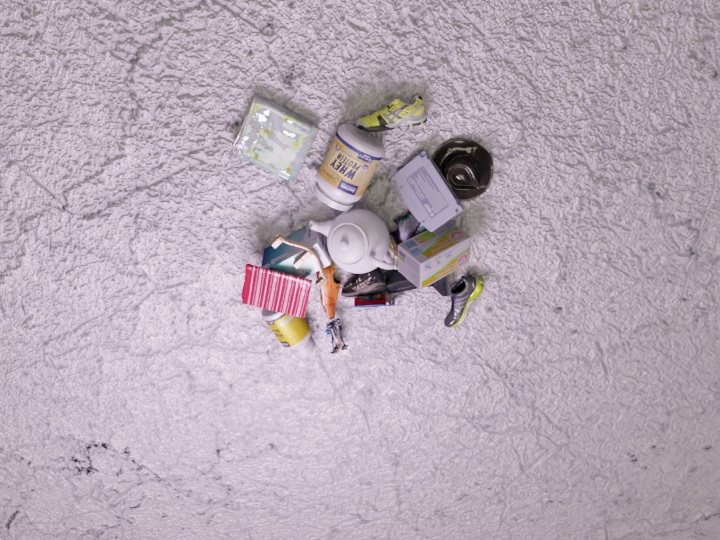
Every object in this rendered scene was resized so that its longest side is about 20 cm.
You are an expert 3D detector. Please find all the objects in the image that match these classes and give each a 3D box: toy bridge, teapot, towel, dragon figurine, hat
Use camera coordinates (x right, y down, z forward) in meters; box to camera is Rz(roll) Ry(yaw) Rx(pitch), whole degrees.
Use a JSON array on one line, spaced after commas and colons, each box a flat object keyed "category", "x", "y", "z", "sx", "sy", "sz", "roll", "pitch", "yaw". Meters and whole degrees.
[{"category": "toy bridge", "x": -0.162, "y": -0.037, "z": 1.547, "sx": 0.067, "sy": 0.027, "sz": 0.200, "roll": -39, "pitch": 114, "yaw": 15}, {"category": "teapot", "x": -0.016, "y": -0.077, "z": 1.551, "sx": 0.197, "sy": 0.146, "sz": 0.201, "roll": -17, "pitch": 93, "yaw": 24}, {"category": "towel", "x": -0.246, "y": 0.059, "z": 1.596, "sx": 0.196, "sy": 0.023, "sz": 0.146, "roll": 14, "pitch": 126, "yaw": -3}, {"category": "dragon figurine", "x": -0.082, "y": 0.221, "z": 1.838, "sx": 0.058, "sy": 0.101, "sz": 0.200, "roll": -15, "pitch": 164, "yaw": -9}, {"category": "towel", "x": -0.235, "y": -0.360, "z": 1.512, "sx": 0.197, "sy": 0.048, "sz": 0.172, "roll": 24, "pitch": 117, "yaw": -16}, {"category": "hat", "x": 0.297, "y": -0.273, "z": 1.577, "sx": 0.197, "sy": 0.081, "sz": 0.204, "roll": -2, "pitch": 119, "yaw": -4}]

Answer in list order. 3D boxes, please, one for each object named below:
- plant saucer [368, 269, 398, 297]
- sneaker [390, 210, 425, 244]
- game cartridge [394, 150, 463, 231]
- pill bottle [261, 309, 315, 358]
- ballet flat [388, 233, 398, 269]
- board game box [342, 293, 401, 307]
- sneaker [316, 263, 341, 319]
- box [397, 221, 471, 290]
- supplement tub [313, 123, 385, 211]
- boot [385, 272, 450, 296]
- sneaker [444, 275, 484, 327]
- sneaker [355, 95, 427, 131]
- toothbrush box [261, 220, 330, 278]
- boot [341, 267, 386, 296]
[{"category": "plant saucer", "x": 0.104, "y": 0.031, "z": 1.777, "sx": 0.197, "sy": 0.019, "sz": 0.070, "roll": -24, "pitch": 118, "yaw": 11}, {"category": "sneaker", "x": 0.153, "y": -0.152, "z": 1.645, "sx": 0.086, "sy": 0.075, "sz": 0.202, "roll": 25, "pitch": 116, "yaw": -12}, {"category": "game cartridge", "x": 0.188, "y": -0.221, "z": 1.571, "sx": 0.133, "sy": 0.040, "sz": 0.202, "roll": -34, "pitch": 86, "yaw": 23}, {"category": "pill bottle", "x": -0.227, "y": 0.185, "z": 1.790, "sx": 0.110, "sy": 0.112, "sz": 0.202, "roll": -25, "pitch": 119, "yaw": 11}, {"category": "ballet flat", "x": 0.101, "y": -0.044, "z": 1.671, "sx": 0.200, "sy": 0.070, "sz": 0.066, "roll": 42, "pitch": 67, "yaw": -34}, {"category": "board game box", "x": 0.034, "y": 0.094, "z": 1.737, "sx": 0.156, "sy": 0.199, "sz": 0.040, "roll": -6, "pitch": 84, "yaw": 32}, {"category": "sneaker", "x": -0.094, "y": 0.073, "z": 1.760, "sx": 0.076, "sy": 0.073, "sz": 0.203, "roll": -12, "pitch": 125, "yaw": -11}, {"category": "box", "x": 0.220, "y": -0.049, "z": 1.630, "sx": 0.198, "sy": 0.112, "sz": 0.103, "roll": -27, "pitch": 136, "yaw": -24}, {"category": "supplement tub", "x": -0.035, "y": -0.281, "z": 1.515, "sx": 0.143, "sy": 0.145, "sz": 0.202, "roll": 22, "pitch": 116, "yaw": -16}, {"category": "boot", "x": 0.182, "y": 0.047, "z": 1.742, "sx": 0.196, "sy": 0.066, "sz": 0.166, "roll": -14, "pitch": 144, "yaw": 2}, {"category": "sneaker", "x": 0.319, "y": 0.096, "z": 1.796, "sx": 0.080, "sy": 0.074, "sz": 0.202, "roll": 18, "pitch": 110, "yaw": -22}, {"category": "sneaker", "x": 0.081, "y": -0.424, "z": 1.489, "sx": 0.196, "sy": 0.076, "sz": 0.078, "roll": -13, "pitch": 114, "yaw": -8}, {"category": "toothbrush box", "x": -0.191, "y": -0.042, "z": 1.641, "sx": 0.198, "sy": 0.147, "sz": 0.086, "roll": -28, "pitch": 119, "yaw": 11}, {"category": "boot", "x": 0.002, "y": 0.000, "z": 1.716, "sx": 0.073, "sy": 0.202, "sz": 0.157, "roll": -4, "pitch": 83, "yaw": -36}]
